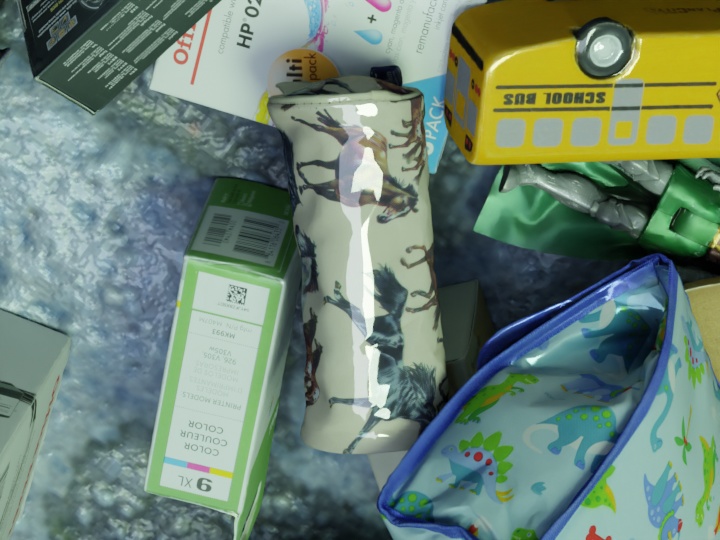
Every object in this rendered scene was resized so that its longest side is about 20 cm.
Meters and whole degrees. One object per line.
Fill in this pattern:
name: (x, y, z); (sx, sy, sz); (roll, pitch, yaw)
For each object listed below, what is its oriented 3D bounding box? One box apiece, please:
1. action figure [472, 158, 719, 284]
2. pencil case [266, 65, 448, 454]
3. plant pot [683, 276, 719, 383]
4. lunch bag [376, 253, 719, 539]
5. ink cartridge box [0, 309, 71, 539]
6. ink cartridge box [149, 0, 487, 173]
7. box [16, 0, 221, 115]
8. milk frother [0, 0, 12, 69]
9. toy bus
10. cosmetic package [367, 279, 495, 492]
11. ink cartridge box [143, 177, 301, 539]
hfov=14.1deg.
action figure: (0.174, -0.029, 1.546); (0.199, 0.055, 0.119); (23, 114, -7)
pencil case: (0.000, 0.000, 1.474); (0.077, 0.089, 0.202); (-10, 104, -18)
plant pot: (0.201, 0.073, 1.576); (0.198, 0.028, 0.201); (0, 130, 0)
lunch bag: (0.119, 0.114, 1.480); (0.127, 0.200, 0.171); (22, 150, 38)
ink cartridge box: (-0.237, 0.124, 1.596); (0.084, 0.200, 0.145); (21, 116, 1)
ink cartridge box: (-0.038, -0.139, 1.514); (0.199, 0.068, 0.116); (16, 116, 1)
box: (-0.094, -0.199, 1.444); (0.200, 0.161, 0.043); (-40, 134, 22)
milk frother: (-0.281, -0.125, 1.486); (0.187, 0.200, 0.181); (31, 112, -7)
toy bus: (0.147, -0.100, 1.471); (0.199, 0.065, 0.079); (-2, 115, -15)
cosmetic package: (0.057, 0.119, 1.603); (0.071, 0.105, 0.201); (-13, 114, 13)
ink cartridge box: (-0.075, 0.063, 1.596); (0.059, 0.104, 0.201); (12, 117, 3)
